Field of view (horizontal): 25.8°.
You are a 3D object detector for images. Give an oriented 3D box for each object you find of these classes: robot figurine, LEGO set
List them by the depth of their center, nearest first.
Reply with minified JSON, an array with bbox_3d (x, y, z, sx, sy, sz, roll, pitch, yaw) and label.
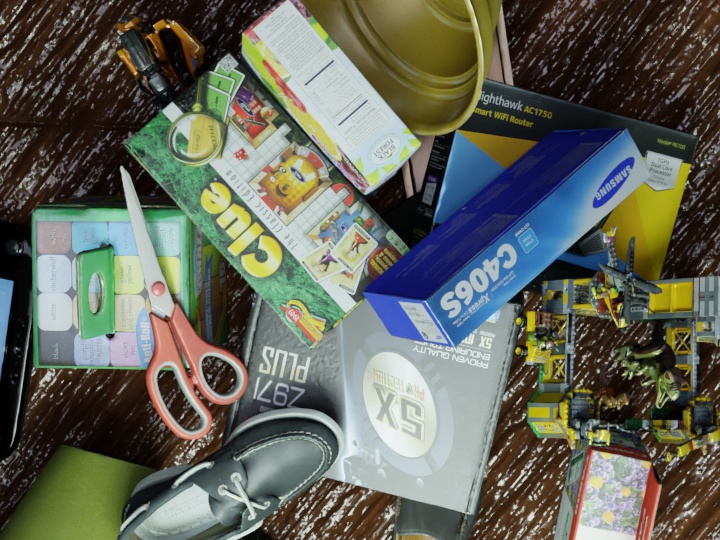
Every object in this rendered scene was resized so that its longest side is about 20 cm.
[{"bbox_3d":[0.221,0.063,1.145,0.199,0.116,0.155,16,77,-35],"label":"LEGO set"},{"bbox_3d":[-0.121,-0.117,1.228,0.058,0.145,0.201,-32,101,1],"label":"robot figurine"}]

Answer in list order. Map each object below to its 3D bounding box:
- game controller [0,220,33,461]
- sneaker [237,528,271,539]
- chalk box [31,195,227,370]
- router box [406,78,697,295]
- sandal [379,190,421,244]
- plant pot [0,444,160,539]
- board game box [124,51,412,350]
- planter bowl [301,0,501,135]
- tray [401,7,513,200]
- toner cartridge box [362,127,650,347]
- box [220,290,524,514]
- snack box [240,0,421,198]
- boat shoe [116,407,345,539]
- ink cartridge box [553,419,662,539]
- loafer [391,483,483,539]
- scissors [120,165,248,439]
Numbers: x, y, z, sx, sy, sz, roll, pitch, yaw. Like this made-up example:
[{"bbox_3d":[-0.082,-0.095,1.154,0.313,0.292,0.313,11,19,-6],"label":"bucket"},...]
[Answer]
[{"bbox_3d":[-0.320,0.056,1.306,0.104,0.042,0.201,10,96,4],"label":"game controller"},{"bbox_3d":[-0.085,0.282,1.292,0.200,0.078,0.090,42,104,1],"label":"sneaker"},{"bbox_3d":[-0.178,0.008,1.209,0.123,0.200,0.125,1,96,4],"label":"chalk box"},{"bbox_3d":[0.147,-0.057,1.216,0.199,0.051,0.150,12,96,-19],"label":"router box"},{"bbox_3d":[0.000,0.000,1.254,0.199,0.045,0.075,-34,101,22],"label":"sandal"},{"bbox_3d":[-0.226,0.248,1.262,0.186,0.187,0.201,14,80,3],"label":"plant pot"},{"bbox_3d":[-0.066,-0.051,1.140,0.105,0.023,0.200,-43,87,-4],"label":"board game box"},{"bbox_3d":[0.041,-0.206,1.138,0.083,0.200,0.201,-37,92,-28],"label":"planter bowl"},{"bbox_3d":[0.071,-0.156,1.255,0.098,0.037,0.201,-9,96,6],"label":"tray"},{"bbox_3d":[0.103,-0.026,1.111,0.200,0.095,0.043,-40,110,-19],"label":"toner cartridge box"},{"bbox_3d":[0.011,0.075,1.201,0.199,0.086,0.165,14,99,4],"label":"box"},{"bbox_3d":[-0.028,-0.120,1.182,0.053,0.200,0.142,-39,91,-5],"label":"snack box"},{"bbox_3d":[-0.097,0.166,1.159,0.199,0.060,0.076,-32,110,28],"label":"boat shoe"},{"bbox_3d":[0.185,0.184,1.195,0.050,0.200,0.110,11,96,3],"label":"ink cartridge box"},{"bbox_3d":[0.059,0.205,1.272,0.072,0.072,0.202,6,95,5],"label":"loafer"},{"bbox_3d":[-0.148,0.028,1.131,0.073,0.014,0.201,-33,108,-16],"label":"scissors"}]
